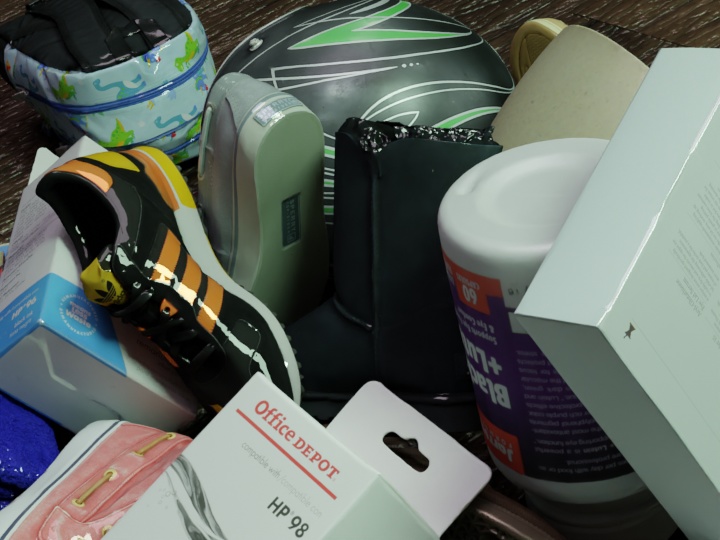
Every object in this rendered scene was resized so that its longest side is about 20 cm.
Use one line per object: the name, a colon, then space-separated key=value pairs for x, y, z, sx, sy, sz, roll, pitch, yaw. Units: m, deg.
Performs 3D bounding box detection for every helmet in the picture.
helmet: x=0.004 y=-0.084 z=1.105 sx=0.199 sy=0.201 sz=0.191 roll=4 pitch=19 yaw=22

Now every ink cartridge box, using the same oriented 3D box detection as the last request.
ink cartridge box: x=-0.046 y=0.131 z=0.830 sx=0.200 sy=0.067 sz=0.116 roll=-47 pitch=41 yaw=-8
ink cartridge box: x=-0.152 y=0.002 z=1.042 sx=0.068 sy=0.116 sz=0.201 roll=-36 pitch=34 yaw=32

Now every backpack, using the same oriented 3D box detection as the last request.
backpack: x=-0.185 y=-0.154 z=1.332 sx=0.163 sy=0.155 sz=0.200 roll=-21 pitch=12 yaw=-20

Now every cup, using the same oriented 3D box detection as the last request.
cup: x=0.132 y=-0.020 z=0.997 sx=0.143 sy=0.200 sz=0.200 roll=-41 pitch=37 yaw=-3

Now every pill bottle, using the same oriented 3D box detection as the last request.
pill bottle: x=0.110 y=0.045 z=0.859 sx=0.111 sy=0.201 sz=0.112 roll=-11 pitch=30 yaw=6

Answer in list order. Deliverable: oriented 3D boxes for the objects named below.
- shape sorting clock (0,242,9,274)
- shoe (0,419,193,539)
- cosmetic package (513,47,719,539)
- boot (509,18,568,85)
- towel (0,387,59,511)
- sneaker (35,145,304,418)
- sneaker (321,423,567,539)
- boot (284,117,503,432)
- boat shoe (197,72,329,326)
shape sorting clock: x=-0.213 y=0.027 z=1.136 sx=0.199 sy=0.039 sz=0.200 roll=-8 pitch=33 yaw=5
shoe: x=-0.136 y=0.148 z=0.896 sx=0.091 sy=0.072 sz=0.200 roll=1 pitch=31 yaw=23
cosmetic package: x=0.165 y=0.021 z=0.782 sx=0.052 sy=0.200 sz=0.151 roll=6 pitch=57 yaw=43
boot: x=0.211 y=-0.119 z=1.153 sx=0.200 sy=0.073 sz=0.155 roll=41 pitch=51 yaw=14
towel: x=-0.249 y=0.055 z=0.989 sx=0.147 sy=0.050 sz=0.200 roll=14 pitch=31 yaw=-31
sneaker: x=-0.113 y=0.019 z=0.953 sx=0.090 sy=0.070 sz=0.201 roll=-10 pitch=61 yaw=-49
sneaker: x=0.039 y=0.118 z=0.895 sx=0.199 sy=0.071 sz=0.075 roll=17 pitch=36 yaw=34
boot: x=0.000 y=0.000 z=0.965 sx=0.076 sy=0.169 sz=0.200 roll=0 pitch=1 yaw=-44
boat shoe: x=-0.064 y=-0.030 z=1.016 sx=0.070 sy=0.201 sz=0.071 roll=-26 pitch=50 yaw=-31
